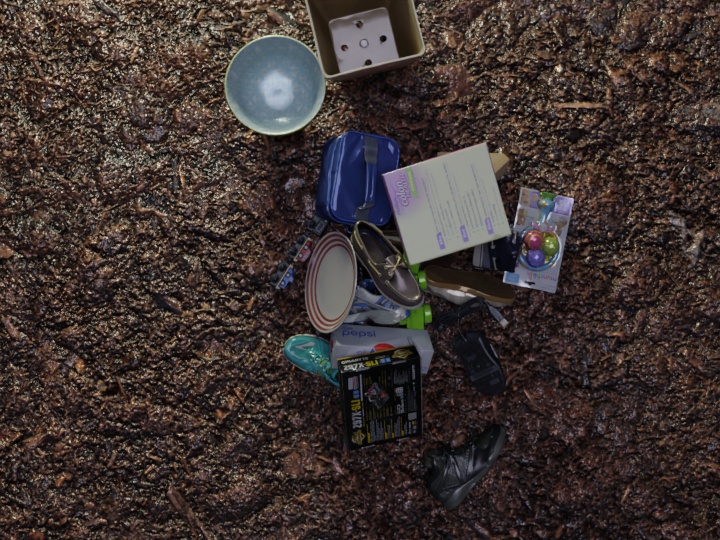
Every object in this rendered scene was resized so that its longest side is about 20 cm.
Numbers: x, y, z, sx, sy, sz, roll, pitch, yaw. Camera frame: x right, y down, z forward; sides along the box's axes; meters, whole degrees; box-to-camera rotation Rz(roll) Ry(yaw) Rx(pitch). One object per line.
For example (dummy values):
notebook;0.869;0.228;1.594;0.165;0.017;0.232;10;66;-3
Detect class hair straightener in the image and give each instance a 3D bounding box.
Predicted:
hair straightener;0.000;0.000;1.664;0.200;0.041;0.077;39;74;-5

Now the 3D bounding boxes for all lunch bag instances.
lunch bag;-0.007;-0.172;1.608;0.135;0.132;0.201;6;89;-18

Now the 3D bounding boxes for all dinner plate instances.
dinner plate;-0.054;0.024;1.601;0.024;0.200;0.201;9;88;-31

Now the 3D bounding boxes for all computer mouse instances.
computer mouse;0.252;0.145;1.639;0.140;0.046;0.200;-36;88;28

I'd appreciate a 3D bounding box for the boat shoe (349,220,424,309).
boat shoe;0.050;-0.012;1.530;0.072;0.060;0.200;-30;65;-18

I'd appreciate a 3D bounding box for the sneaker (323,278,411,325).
sneaker;0.008;0.054;1.609;0.199;0.077;0.086;-2;108;34

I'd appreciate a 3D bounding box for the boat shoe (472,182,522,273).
boat shoe;0.281;-0.088;1.615;0.092;0.075;0.201;12;122;21

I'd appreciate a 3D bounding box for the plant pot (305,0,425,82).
plant pot;0.005;-0.476;1.610;0.199;0.177;0.201;-13;88;0

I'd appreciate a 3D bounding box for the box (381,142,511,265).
box;0.158;-0.125;1.520;0.199;0.097;0.177;-17;96;1

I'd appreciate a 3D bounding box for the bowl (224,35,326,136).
bowl;-0.167;-0.362;1.640;0.199;0.108;0.201;0;89;-1

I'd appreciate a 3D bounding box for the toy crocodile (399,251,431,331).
toy crocodile;0.103;0.052;1.632;0.067;0.062;0.201;-9;119;2

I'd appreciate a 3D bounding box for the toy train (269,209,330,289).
toy train;-0.123;-0.040;1.669;0.046;0.034;0.200;34;88;-10

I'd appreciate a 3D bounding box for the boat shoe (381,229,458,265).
boat shoe;0.098;-0.059;1.655;0.201;0.075;0.075;9;54;-8

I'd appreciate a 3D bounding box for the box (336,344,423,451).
box;0.040;0.251;1.592;0.159;0.049;0.201;-10;121;-8

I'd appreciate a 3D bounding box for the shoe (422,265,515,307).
shoe;0.217;0.038;1.662;0.199;0.070;0.054;14;132;-5

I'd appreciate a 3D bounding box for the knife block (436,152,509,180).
knife block;0.199;-0.147;1.633;0.199;0.064;0.177;1;70;-1

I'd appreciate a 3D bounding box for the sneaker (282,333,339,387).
sneaker;-0.063;0.188;1.637;0.199;0.080;0.078;26;89;1

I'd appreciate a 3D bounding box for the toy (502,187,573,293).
toy;0.369;-0.063;1.662;0.115;0.047;0.201;11;86;-4

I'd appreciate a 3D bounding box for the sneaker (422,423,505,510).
sneaker;0.201;0.373;1.635;0.114;0.076;0.200;40;94;-5

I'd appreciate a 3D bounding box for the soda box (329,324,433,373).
soda box;0.041;0.156;1.615;0.199;0.068;0.064;5;125;-11
